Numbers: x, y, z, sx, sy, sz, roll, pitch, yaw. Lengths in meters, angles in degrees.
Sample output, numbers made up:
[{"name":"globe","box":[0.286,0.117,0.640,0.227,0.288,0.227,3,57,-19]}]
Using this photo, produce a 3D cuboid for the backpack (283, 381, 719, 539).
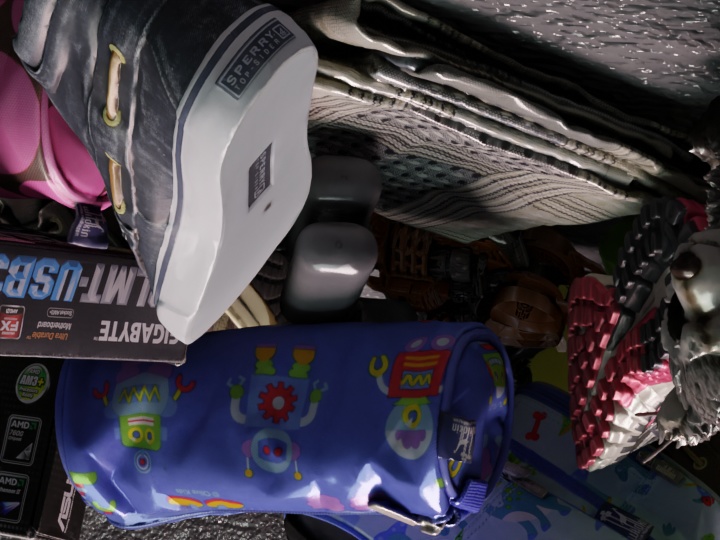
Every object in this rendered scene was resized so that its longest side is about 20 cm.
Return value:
[{"name":"backpack","box":[0.075,0.144,0.941,0.199,0.147,0.183,31,156,25]}]

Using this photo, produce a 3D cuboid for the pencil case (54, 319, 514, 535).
[{"name":"pencil case","box":[-0.032,0.067,0.846,0.198,0.088,0.078,-3,159,24]}]

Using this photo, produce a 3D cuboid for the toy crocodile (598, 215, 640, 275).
[{"name":"toy crocodile","box":[0.181,-0.001,0.841,0.199,0.062,0.068,-9,123,47]}]

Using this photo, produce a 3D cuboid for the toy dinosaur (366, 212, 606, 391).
[{"name":"toy dinosaur","box":[0.069,0.020,0.974,0.199,0.102,0.136,37,152,12]}]

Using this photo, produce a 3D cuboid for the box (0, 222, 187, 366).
[{"name":"box","box":[-0.197,-0.003,0.787,0.197,0.050,0.200,12,-177,28]}]

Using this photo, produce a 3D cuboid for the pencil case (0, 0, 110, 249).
[{"name":"pencil case","box":[-0.179,-0.067,0.780,0.198,0.092,0.094,9,170,22]}]

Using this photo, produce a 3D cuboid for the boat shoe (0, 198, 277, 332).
[{"name":"boat shoe","box":[-0.121,-0.013,0.901,0.200,0.065,0.073,42,153,-20]}]

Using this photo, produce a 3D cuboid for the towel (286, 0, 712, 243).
[{"name":"towel","box":[0.021,-0.048,0.792,0.192,0.035,0.200,21,165,-29]}]

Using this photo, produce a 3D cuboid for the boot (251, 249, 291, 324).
[{"name":"boot","box":[-0.101,0.014,1.086,0.131,0.070,0.200,9,-179,10]}]

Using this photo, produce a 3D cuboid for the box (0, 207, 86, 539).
[{"name":"box","box":[-0.216,0.034,1.050,0.199,0.195,0.047,6,170,28]}]

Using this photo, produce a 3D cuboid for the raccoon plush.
[{"name":"raccoon plush","box":[0.185,0.009,0.677,0.199,0.135,0.097,14,168,-18]}]

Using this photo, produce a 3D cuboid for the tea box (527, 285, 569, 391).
[{"name":"tea box","box":[0.128,0.088,1.155,0.195,0.135,0.200,9,169,1]}]

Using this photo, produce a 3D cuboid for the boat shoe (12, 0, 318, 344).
[{"name":"boat shoe","box":[-0.069,-0.050,0.710,0.091,0.071,0.201,38,155,10]}]

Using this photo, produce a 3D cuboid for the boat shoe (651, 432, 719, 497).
[{"name":"boat shoe","box":[0.177,0.101,0.975,0.072,0.059,0.200,48,-174,-40]}]

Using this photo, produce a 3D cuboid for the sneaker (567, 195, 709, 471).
[{"name":"sneaker","box":[0.130,0.032,0.804,0.074,0.081,0.200,1,163,-11]}]

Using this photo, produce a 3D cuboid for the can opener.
[{"name":"can opener","box":[0.000,0.000,0.862,0.066,0.054,0.200,5,167,-5]}]
